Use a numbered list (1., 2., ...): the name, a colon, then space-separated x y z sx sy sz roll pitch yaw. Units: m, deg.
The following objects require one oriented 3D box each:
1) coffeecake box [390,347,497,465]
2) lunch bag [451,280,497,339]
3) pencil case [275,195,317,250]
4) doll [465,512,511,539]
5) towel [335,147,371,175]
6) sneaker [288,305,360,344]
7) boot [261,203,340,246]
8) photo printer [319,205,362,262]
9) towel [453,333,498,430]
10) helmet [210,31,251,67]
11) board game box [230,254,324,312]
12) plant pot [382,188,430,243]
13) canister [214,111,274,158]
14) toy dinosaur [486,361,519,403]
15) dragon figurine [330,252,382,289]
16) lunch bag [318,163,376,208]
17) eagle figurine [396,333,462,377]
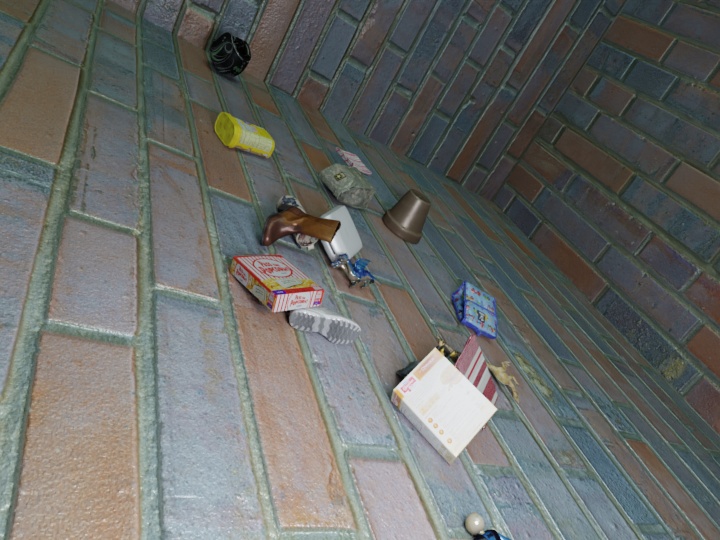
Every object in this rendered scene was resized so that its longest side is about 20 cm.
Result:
1. coffeecake box: 0.190 0.310 1.252 0.152 0.074 0.200 -37 67 -23
2. lunch bag: 0.419 0.162 1.969 0.147 0.095 0.203 28 36 -16
3. pencil case: -0.202 -0.155 1.713 0.075 0.092 0.202 -15 46 -24
4. doll: 0.270 0.551 1.024 0.133 0.050 0.200 -2 35 -40
5. towel: -0.034 -0.573 2.817 0.143 0.030 0.202 14 30 -42
6. sneaker: -0.085 0.117 1.342 0.195 0.076 0.083 24 26 -23
7. boot: -0.172 -0.108 1.566 0.193 0.070 0.189 19 35 12
8. photo printer: -0.070 -0.112 1.741 0.171 0.068 0.200 66 21 -8
9. towel: 0.307 0.294 1.429 0.144 0.022 0.205 -43 115 -48
10. helmet: -0.665 -1.086 2.734 0.199 0.186 0.206 41 39 -45
11. board game box: -0.204 0.027 1.318 0.148 0.048 0.198 -4 29 -46
12. plant pot: 0.217 -0.246 2.342 0.196 0.177 0.202 29 22 -13
13. canister: -0.439 -0.513 2.069 0.196 0.088 0.149 9 33 -49
14. toy dinosaur: 0.434 0.319 1.694 0.199 0.059 0.100 41 25 15
15. dragon figurine: 0.000 0.000 1.662 0.195 0.058 0.103 3 66 -41
16. lunch bag: -0.061 -0.354 2.246 0.196 0.120 0.165 0 40 -44
17. eagle figurine: 0.192 0.264 1.419 0.148 0.154 0.201 1 38 37
